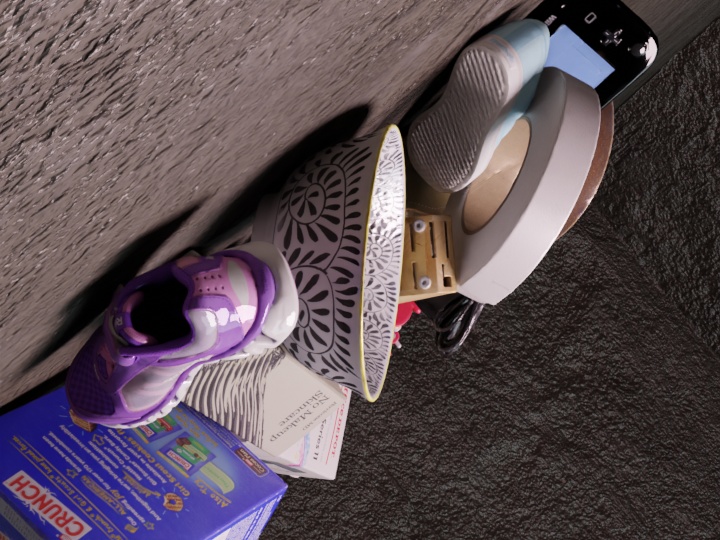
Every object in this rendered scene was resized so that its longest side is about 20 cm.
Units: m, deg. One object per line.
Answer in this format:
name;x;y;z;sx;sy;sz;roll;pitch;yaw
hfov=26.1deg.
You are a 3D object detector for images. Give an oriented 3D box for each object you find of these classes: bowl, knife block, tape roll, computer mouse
bowl;-0.027;-0.009;1.126;0.094;0.202;0.201;5;-178;8
knife block;0.000;0.000;1.327;0.199;0.064;0.175;-6;175;16
tape roll;0.125;-0.070;1.265;0.203;0.037;0.203;-56;-163;27
computer mouse;0.085;-0.004;1.398;0.139;0.053;0.200;-51;-167;-1

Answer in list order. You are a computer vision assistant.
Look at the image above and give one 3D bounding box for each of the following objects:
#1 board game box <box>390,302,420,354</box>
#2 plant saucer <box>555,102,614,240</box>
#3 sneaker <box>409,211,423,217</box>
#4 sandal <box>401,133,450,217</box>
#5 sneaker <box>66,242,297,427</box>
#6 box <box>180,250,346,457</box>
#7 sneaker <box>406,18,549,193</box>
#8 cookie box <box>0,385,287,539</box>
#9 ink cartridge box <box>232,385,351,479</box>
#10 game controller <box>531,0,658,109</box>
board game box;0.021;0.063;1.552;0.158;0.039;0.200;-40;172;9
plant saucer;0.152;-0.116;1.443;0.034;0.201;0.200;16;136;-36
sneaker;-0.019;-0.009;1.462;0.200;0.088;0.075;-47;179;17
sandal;0.016;-0.077;1.363;0.069;0.078;0.211;-5;-172;32
sneaker;-0.136;0.042;0.999;0.200;0.081;0.088;-32;161;36
box;-0.094;0.067;1.164;0.082;0.068;0.200;-40;147;6
sneaker;0.105;-0.133;1.274;0.082;0.074;0.200;-33;171;-30
cookie box;-0.184;0.164;1.138;0.200;0.171;0.075;-25;149;-51
ink cartridge box;-0.066;0.118;1.393;0.067;0.118;0.200;3;164;28
game controller;0.159;-0.161;1.340;0.200;0.104;0.042;-42;-149;28
